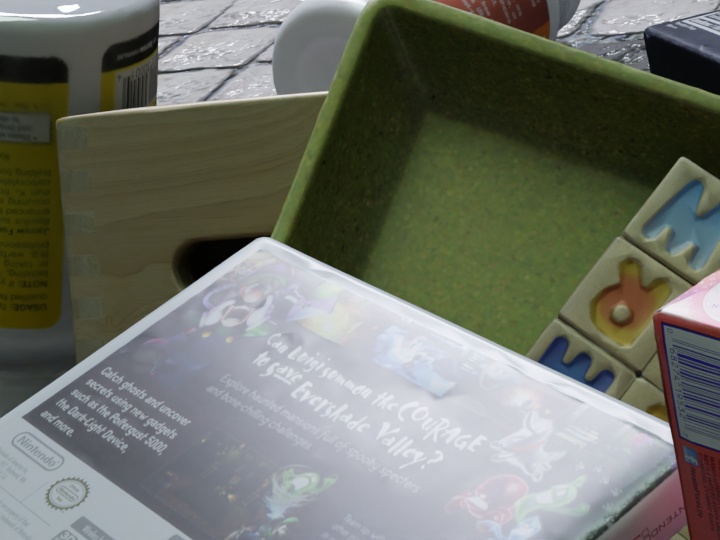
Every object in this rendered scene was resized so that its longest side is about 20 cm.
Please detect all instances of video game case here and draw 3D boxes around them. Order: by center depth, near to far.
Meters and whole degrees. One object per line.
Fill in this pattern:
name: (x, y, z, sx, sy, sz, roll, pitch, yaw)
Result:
video game case: (-0.037, 0.071, 0.507, 0.182, 0.023, 0.200, -36, 34, -23)

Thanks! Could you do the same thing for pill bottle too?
pill bottle: (-0.151, -0.035, 0.856, 0.114, 0.200, 0.114, 5, 24, -2)
pill bottle: (0.048, -0.143, 1.120, 0.112, 0.112, 0.200, 6, 31, 37)

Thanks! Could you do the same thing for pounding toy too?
pounding toy: (0.000, 0.000, 0.758, 0.200, 0.142, 0.184, -3, 4, 19)

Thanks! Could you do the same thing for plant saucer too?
plant saucer: (0.063, 0.031, 0.627, 0.199, 0.200, 0.048, 20, -8, 11)

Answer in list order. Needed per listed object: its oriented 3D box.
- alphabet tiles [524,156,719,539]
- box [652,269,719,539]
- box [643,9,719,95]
alphabet tiles: (0.125, 0.060, 0.573, 0.166, 0.006, 0.200, 37, 83, 20)
box: (0.150, 0.086, 0.446, 0.095, 0.200, 0.103, -29, 27, -31)
box: (0.253, -0.056, 0.792, 0.198, 0.123, 0.200, -17, 19, -7)
